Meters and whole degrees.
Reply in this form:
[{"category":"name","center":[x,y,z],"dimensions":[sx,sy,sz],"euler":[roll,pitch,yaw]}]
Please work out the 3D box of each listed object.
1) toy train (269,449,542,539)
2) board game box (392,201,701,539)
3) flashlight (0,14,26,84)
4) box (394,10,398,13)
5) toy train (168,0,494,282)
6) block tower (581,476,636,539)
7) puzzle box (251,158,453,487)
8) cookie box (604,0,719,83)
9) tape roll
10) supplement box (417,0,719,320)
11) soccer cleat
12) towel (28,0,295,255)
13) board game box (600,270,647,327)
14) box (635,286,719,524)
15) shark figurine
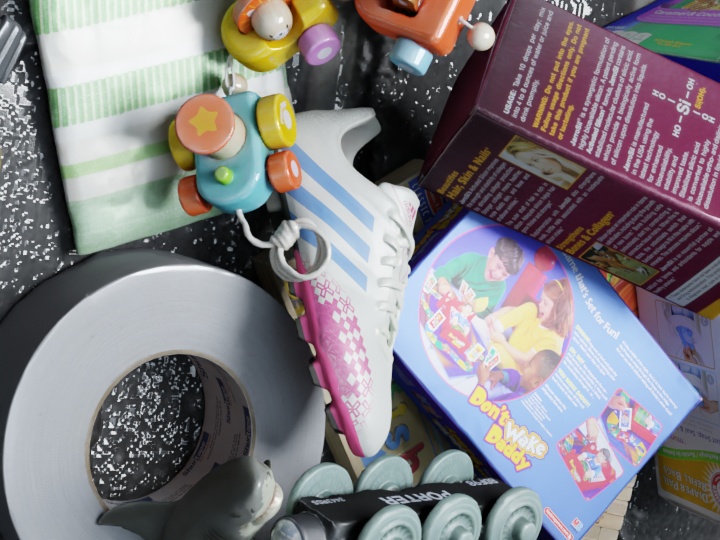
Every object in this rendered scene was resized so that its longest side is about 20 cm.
[{"category":"toy train","center":[0.023,0.168,0.951],"dimensions":[0.199,0.085,0.115],"euler":[1,107,-45]},{"category":"board game box","center":[0.102,0.054,1.050],"dimensions":[0.134,0.045,0.200],"euler":[-45,106,-15]},{"category":"flashlight","center":[-0.245,-0.050,0.868],"dimensions":[0.067,0.068,0.202],"euler":[29,84,-6]},{"category":"box","center":[0.005,-0.265,0.978],"dimensions":[0.200,0.048,0.159],"euler":[43,66,-31]},{"category":"toy train","center":[-0.027,-0.104,0.918],"dimensions":[0.201,0.149,0.056],"euler":[-60,153,-2]},{"category":"block tower","center":[0.134,0.196,1.153],"dimensions":[0.054,0.058,0.202],"euler":[15,90,-33]},{"category":"puzzle box","center":[0.024,0.048,1.076],"dimensions":[0.132,0.025,0.202],"euler":[-32,114,-24]},{"category":"cookie box","center":[0.273,-0.148,1.109],"dimensions":[0.199,0.171,0.076],"euler":[-28,115,-25]},{"category":"tape roll","center":[-0.120,0.091,0.970],"dimensions":[0.198,0.066,0.203],"euler":[-6,101,-30]},{"category":"supplement box","center":[0.147,-0.063,0.967],"dimensions":[0.198,0.110,0.086],"euler":[24,66,-6]},{"category":"soccer cleat","center":[0.000,0.000,0.952],"dimensions":[0.085,0.070,0.202],"euler":[-15,76,0]},{"category":"towel","center":[-0.111,-0.126,0.962],"dimensions":[0.151,0.023,0.203],"euler":[-18,109,-28]},{"category":"board game box","center":[0.192,-0.002,1.159],"dimensions":[0.198,0.045,0.136],"euler":[-2,100,-31]},{"category":"box","center":[0.260,0.056,1.124],"dimensions":[0.111,0.101,0.203],"euler":[-17,108,-28]},{"category":"shark figurine","center":[-0.108,0.172,0.926],"dimensions":[0.089,0.128,0.216],"euler":[20,107,-8]}]
